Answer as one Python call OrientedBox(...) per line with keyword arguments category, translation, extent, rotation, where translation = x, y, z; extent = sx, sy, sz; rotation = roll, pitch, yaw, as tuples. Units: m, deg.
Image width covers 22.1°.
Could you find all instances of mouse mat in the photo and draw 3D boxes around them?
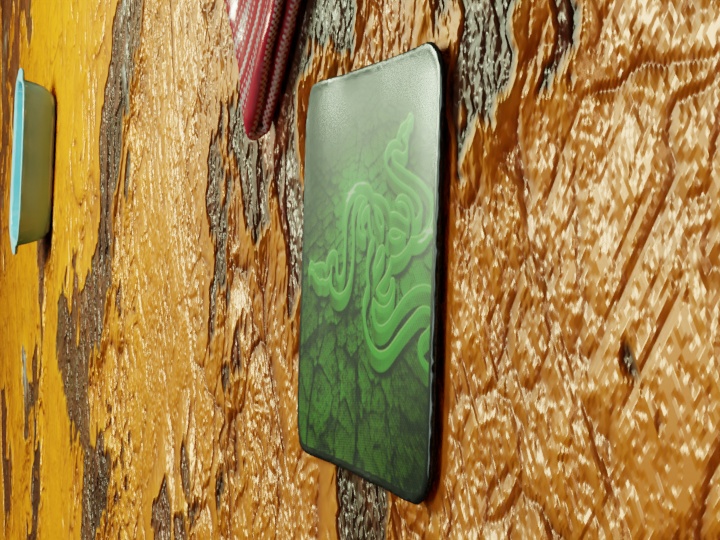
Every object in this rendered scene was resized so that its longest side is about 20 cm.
OrientedBox(category="mouse mat", translation=(0.000, 0.000, 0.723), extent=(0.200, 0.007, 0.162), rotation=(-179, 90, -74))

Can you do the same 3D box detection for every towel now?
OrientedBox(category="towel", translation=(-0.055, -0.184, 0.918), extent=(0.145, 0.022, 0.201), rotation=(107, 159, -46))

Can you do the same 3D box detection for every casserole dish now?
OrientedBox(category="casserole dish", translation=(-0.355, -0.117, 1.996), extent=(0.121, 0.039, 0.202), rotation=(-151, 65, -73))
